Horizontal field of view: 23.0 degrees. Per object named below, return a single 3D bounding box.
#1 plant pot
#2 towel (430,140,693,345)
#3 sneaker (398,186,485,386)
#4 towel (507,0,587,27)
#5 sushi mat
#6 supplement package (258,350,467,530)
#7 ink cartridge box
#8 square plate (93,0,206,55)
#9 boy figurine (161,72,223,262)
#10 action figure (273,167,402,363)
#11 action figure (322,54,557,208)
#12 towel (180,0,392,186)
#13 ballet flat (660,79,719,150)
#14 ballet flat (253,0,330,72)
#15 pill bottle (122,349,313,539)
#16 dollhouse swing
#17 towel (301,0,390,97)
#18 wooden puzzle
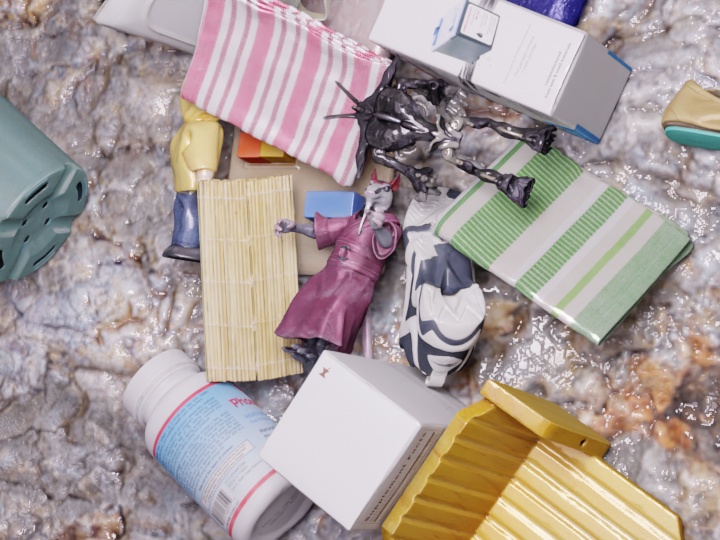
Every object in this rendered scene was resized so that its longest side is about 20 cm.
[{"bbox_3d":[-0.407,-0.101,1.866,0.196,0.200,0.200,36,99,17],"label":"plant pot"},{"bbox_3d":[0.183,-0.033,1.624,0.200,0.023,0.153,35,63,24],"label":"towel"},{"bbox_3d":[0.072,0.024,1.679,0.199,0.079,0.130,-101,19,-44],"label":"sneaker"},{"bbox_3d":[0.185,-0.336,1.695,0.148,0.050,0.200,27,95,33],"label":"towel"},{"bbox_3d":[-0.108,0.008,1.730,0.096,0.012,0.200,-3,90,-13],"label":"sushi mat"},{"bbox_3d":[0.021,0.158,1.615,0.117,0.200,0.117,37,99,25],"label":"supplement package"},{"bbox_3d":[0.131,-0.201,1.642,0.200,0.146,0.086,24,94,26],"label":"ink cartridge box"},{"bbox_3d":[-0.126,-0.282,1.704,0.198,0.200,0.028,-49,54,22],"label":"square plate"},{"bbox_3d":[-0.161,-0.107,1.791,0.064,0.124,0.200,9,86,-11],"label":"boy figurine"},{"bbox_3d":[0.000,0.000,1.679,0.134,0.149,0.200,18,78,49],"label":"action figure"},{"bbox_3d":[0.070,-0.119,1.616,0.200,0.102,0.119,20,86,13],"label":"action figure"},{"bbox_3d":[-0.074,-0.178,1.684,0.200,0.030,0.146,29,129,13],"label":"towel"},{"bbox_3d":[0.365,-0.126,1.569,0.200,0.069,0.063,20,78,25],"label":"ballet flat"},{"bbox_3d":[-0.067,-0.239,1.712,0.064,0.067,0.200,18,129,-2],"label":"ballet flat"},{"bbox_3d":[-0.140,0.171,1.740,0.200,0.109,0.109,42,101,24],"label":"pill bottle"},{"bbox_3d":[0.155,0.239,1.569,0.176,0.182,0.200,40,100,36],"label":"dollhouse swing"},{"bbox_3d":[-0.011,-0.273,1.745,0.191,0.032,0.200,24,93,51],"label":"towel"},{"bbox_3d":[-0.056,-0.097,1.772,0.185,0.046,0.200,2,84,25],"label":"wooden puzzle"}]
